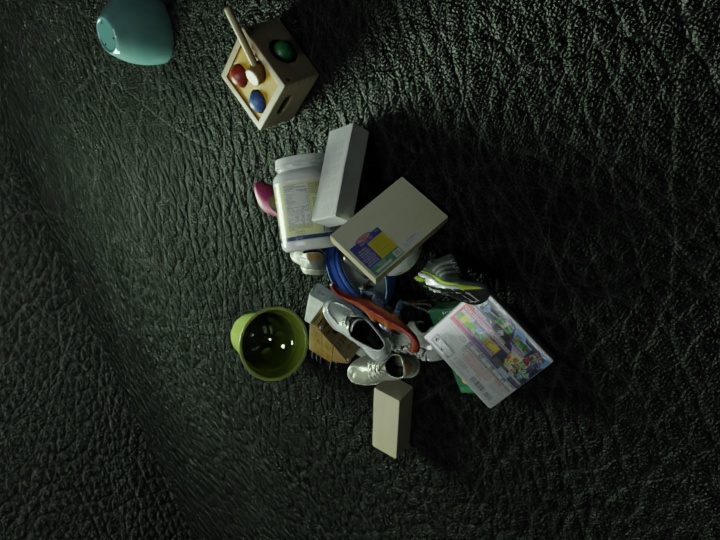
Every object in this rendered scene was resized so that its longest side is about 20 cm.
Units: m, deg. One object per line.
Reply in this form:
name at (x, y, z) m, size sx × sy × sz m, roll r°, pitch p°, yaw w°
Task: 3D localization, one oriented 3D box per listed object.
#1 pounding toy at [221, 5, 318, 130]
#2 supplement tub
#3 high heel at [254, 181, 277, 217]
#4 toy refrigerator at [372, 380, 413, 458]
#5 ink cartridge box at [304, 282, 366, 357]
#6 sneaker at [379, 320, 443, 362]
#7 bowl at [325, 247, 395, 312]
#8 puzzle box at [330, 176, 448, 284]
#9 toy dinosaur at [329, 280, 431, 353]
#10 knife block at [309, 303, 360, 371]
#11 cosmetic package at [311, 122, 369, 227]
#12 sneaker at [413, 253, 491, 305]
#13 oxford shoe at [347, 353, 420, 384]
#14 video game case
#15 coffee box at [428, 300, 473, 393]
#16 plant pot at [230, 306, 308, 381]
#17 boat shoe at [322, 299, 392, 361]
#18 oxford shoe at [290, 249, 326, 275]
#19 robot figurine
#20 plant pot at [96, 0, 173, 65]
pounding toy at (-0.210, -0.434, 1.520) m, size 0.184 × 0.142 × 0.200 m, roll 54°, pitch 143°, yaw 7°
supplement tub at (-0.114, -0.147, 1.574) m, size 0.145 × 0.145 × 0.201 m, roll -7°, pitch 91°, yaw 51°
high heel at (-0.176, -0.149, 1.725) m, size 0.200 × 0.067 × 0.096 m, roll 52°, pitch 152°, yaw 2°
toy refrigerator at (0.081, 0.361, 1.776) m, size 0.076 × 0.070 × 0.201 m, roll 23°, pitch 130°, yaw 30°
ink cartridge box at (-0.041, 0.129, 1.764) m, size 0.199 × 0.057 × 0.163 m, roll 28°, pitch 153°, yaw 5°
sneaker at (0.114, 0.147, 1.604) m, size 0.200 × 0.075 × 0.081 m, roll 7°, pitch 101°, yaw 48°
bowl at (0.000, 0.000, 1.652) m, size 0.200 × 0.039 × 0.201 m, roll 28°, pitch 133°, yaw 35°
puzzle box at (0.056, -0.081, 1.407) m, size 0.133 × 0.200 × 0.025 m, roll 44°, pitch 163°, yaw 20°
toy dinosaur at (0.048, 0.109, 1.529) m, size 0.182 × 0.199 × 0.105 m, roll 52°, pitch 135°, yaw 50°
knife block at (-0.092, 0.169, 1.765) m, size 0.175 × 0.064 × 0.200 m, roll -1°, pitch 135°, yaw 49°
cosmetic package at (-0.039, -0.193, 1.469) m, size 0.082 × 0.050 × 0.201 m, roll -6°, pitch 69°, yaw 52°
sneaker at (0.182, 0.009, 1.389) m, size 0.074 × 0.081 × 0.200 m, roll 31°, pitch 173°, yaw -34°
oxford shoe at (0.046, 0.229, 1.685) m, size 0.199 × 0.058 × 0.076 m, roll -11°, pitch 83°, yaw 36°
video game case at (0.250, 0.150, 1.417) m, size 0.200 × 0.023 × 0.182 m, roll 47°, pitch 124°, yaw 5°
coffee box at (0.229, 0.158, 1.488) m, size 0.123 × 0.044 × 0.201 m, roll -13°, pitch 104°, yaw 50°
plant pot at (-0.273, 0.190, 1.996) m, size 0.190 × 0.200 × 0.201 m, roll 7°, pitch 120°, yaw 62°
boat shoe at (-0.009, 0.122, 1.609) m, size 0.200 × 0.074 × 0.065 m, roll 34°, pitch 164°, yaw 24°
oxford shoe at (-0.122, -0.038, 1.707) m, size 0.200 × 0.075 × 0.058 m, roll -136°, pitch 48°, yaw -71°
robot figurine at (0.035, -0.077, 1.488) m, size 0.200 × 0.125 × 0.151 m, roll 41°, pitch 143°, yaw 24°
plant pot at (-0.595, -0.620, 1.847) m, size 0.200 × 0.135 × 0.201 m, roll 27°, pitch 132°, yaw 35°
